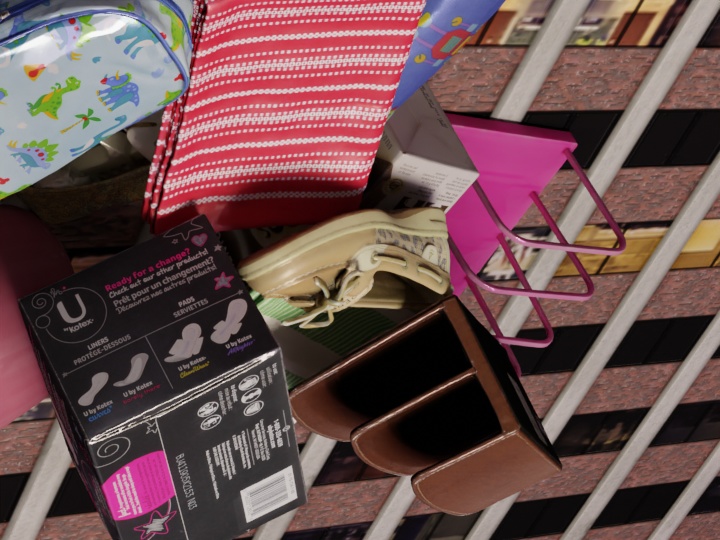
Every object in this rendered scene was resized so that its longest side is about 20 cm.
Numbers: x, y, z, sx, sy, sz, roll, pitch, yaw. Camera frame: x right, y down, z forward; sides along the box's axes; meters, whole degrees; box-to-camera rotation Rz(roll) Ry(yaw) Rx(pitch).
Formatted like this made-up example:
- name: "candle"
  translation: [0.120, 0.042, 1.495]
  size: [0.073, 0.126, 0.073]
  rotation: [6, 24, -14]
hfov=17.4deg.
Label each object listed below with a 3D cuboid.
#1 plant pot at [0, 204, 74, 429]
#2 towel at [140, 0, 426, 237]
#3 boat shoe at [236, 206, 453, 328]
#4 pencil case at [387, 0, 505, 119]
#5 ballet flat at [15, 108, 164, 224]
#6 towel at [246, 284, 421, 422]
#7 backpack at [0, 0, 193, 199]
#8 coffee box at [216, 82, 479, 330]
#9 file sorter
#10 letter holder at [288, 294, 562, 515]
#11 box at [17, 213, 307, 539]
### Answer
- name: "plant pot"
  translation: [-0.280, 0.039, 1.468]
  size: [0.178, 0.200, 0.201]
  rotation: [-18, 149, -45]
- name: "towel"
  translation: [-0.046, -0.095, 1.379]
  size: [0.144, 0.023, 0.201]
  rotation: [-5, 140, -22]
- name: "boat shoe"
  translation: [0.000, 0.000, 1.463]
  size: [0.073, 0.063, 0.199]
  rotation: [-21, 173, 36]
- name: "pencil case"
  translation: [0.031, -0.166, 1.418]
  size: [0.200, 0.087, 0.078]
  rotation: [-46, 164, 26]
- name: "ballet flat"
  translation: [-0.142, -0.078, 1.463]
  size: [0.199, 0.071, 0.071]
  rotation: [-16, 156, 33]
- name: "towel"
  translation: [-0.056, 0.060, 1.591]
  size: [0.200, 0.023, 0.152]
  rotation: [-40, 143, 17]
- name: "backpack"
  translation: [-0.186, -0.123, 1.257]
  size: [0.200, 0.154, 0.163]
  rotation: [-38, 143, -8]
- name: "coffee box"
  translation: [-0.026, -0.043, 1.600]
  size: [0.079, 0.113, 0.200]
  rotation: [11, 129, -43]
- name: "file sorter"
  translation: [0.079, 0.005, 1.729]
  size: [0.138, 0.126, 0.200]
  rotation: [5, 134, -40]
- name: "letter holder"
  translation: [0.042, 0.111, 1.596]
  size: [0.141, 0.101, 0.200]
  rotation: [-28, 163, 6]
- name: "box"
  translation: [-0.117, 0.081, 1.450]
  size: [0.131, 0.115, 0.200]
  rotation: [-25, 150, -11]
